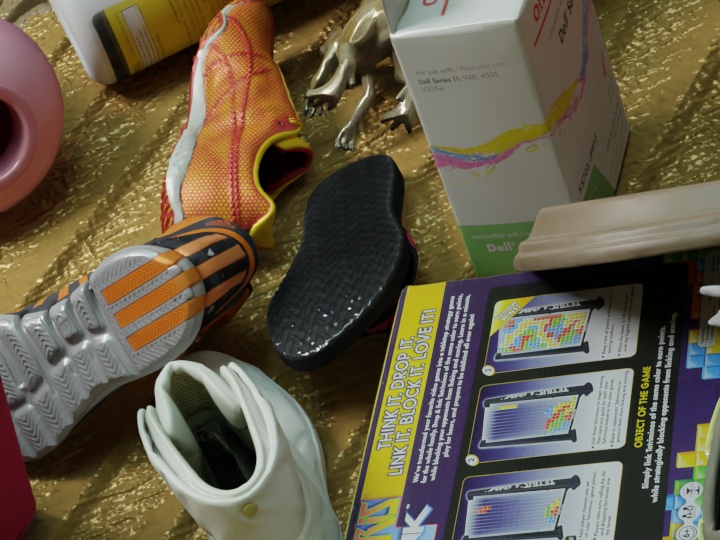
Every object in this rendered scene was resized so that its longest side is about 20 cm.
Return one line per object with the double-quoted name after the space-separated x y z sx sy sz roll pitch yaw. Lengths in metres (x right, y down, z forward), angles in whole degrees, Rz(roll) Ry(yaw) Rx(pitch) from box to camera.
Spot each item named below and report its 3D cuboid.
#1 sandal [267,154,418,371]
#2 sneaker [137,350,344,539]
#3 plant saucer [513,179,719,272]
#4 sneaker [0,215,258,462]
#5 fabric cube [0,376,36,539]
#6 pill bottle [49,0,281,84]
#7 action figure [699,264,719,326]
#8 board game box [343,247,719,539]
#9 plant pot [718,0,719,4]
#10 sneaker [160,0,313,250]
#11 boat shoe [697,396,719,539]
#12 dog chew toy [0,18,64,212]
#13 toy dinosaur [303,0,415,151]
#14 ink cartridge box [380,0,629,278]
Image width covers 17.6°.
0.000 0.000 1.182 0.075 0.045 0.200 -22 21 15 "sandal"
-0.062 0.070 1.073 0.074 0.116 0.200 -28 36 -5 "sneaker"
0.166 -0.028 1.051 0.200 0.030 0.200 -9 0 0 "plant saucer"
-0.129 0.035 1.188 0.200 0.078 0.112 -24 3 31 "sneaker"
-0.287 0.086 1.049 0.200 0.200 0.196 22 55 18 "fabric cube"
-0.096 -0.203 1.411 0.200 0.112 0.112 -27 38 -6 "pill bottle"
0.221 0.021 0.928 0.130 0.200 0.069 21 86 47 "action figure"
0.086 0.084 1.031 0.165 0.057 0.200 -8 41 21 "board game box"
0.264 -0.160 1.120 0.200 0.183 0.201 -13 34 9 "plant pot"
-0.063 -0.078 1.300 0.077 0.073 0.200 6 46 0 "sneaker"
0.164 0.110 0.900 0.072 0.060 0.202 -18 30 20 "boat shoe"
-0.254 -0.106 1.374 0.124 0.125 0.200 -32 32 -12 "dog chew toy"
0.011 -0.128 1.251 0.200 0.058 0.101 -28 43 57 "toy dinosaur"
0.073 -0.108 1.145 0.067 0.200 0.117 -4 42 22 "ink cartridge box"
